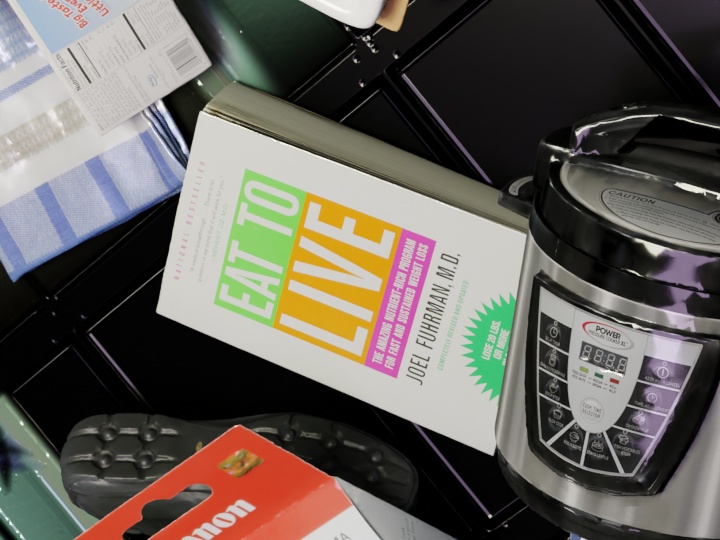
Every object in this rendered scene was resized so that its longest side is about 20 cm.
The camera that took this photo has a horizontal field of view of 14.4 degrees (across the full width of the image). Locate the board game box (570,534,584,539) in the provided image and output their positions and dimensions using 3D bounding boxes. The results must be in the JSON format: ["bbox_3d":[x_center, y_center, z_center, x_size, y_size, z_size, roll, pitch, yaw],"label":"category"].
[{"bbox_3d":[0.182,0.215,1.506,0.135,0.034,0.200,2,109,21],"label":"board game box"}]

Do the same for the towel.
[{"bbox_3d":[-0.187,-0.106,1.543,0.147,0.024,0.200,-26,98,28],"label":"towel"}]

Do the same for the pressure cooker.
[{"bbox_3d":[0.157,0.018,1.370,0.176,0.179,0.200,2,113,-17],"label":"pressure cooker"}]

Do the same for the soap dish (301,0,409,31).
[{"bbox_3d":[-0.043,-0.224,1.385,0.200,0.081,0.157,30,143,10],"label":"soap dish"}]

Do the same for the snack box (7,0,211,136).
[{"bbox_3d":[-0.146,-0.153,1.428,0.072,0.024,0.200,-32,137,-1],"label":"snack box"}]

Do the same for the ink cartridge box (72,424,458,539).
[{"bbox_3d":[-0.045,0.175,1.515,0.162,0.057,0.200,-36,136,28],"label":"ink cartridge box"}]

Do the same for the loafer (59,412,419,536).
[{"bbox_3d":[-0.064,0.117,1.559,0.200,0.068,0.070,4,147,12],"label":"loafer"}]

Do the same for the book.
[{"bbox_3d":[0.000,0.000,1.500,0.200,0.048,0.134,22,119,11],"label":"book"}]
